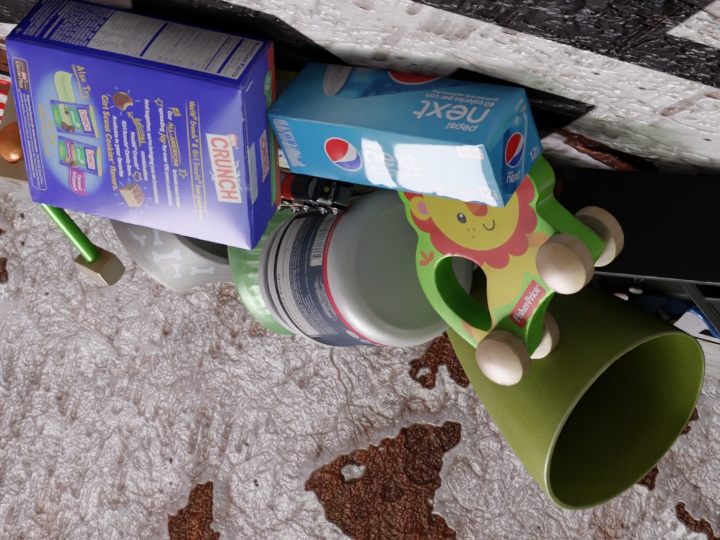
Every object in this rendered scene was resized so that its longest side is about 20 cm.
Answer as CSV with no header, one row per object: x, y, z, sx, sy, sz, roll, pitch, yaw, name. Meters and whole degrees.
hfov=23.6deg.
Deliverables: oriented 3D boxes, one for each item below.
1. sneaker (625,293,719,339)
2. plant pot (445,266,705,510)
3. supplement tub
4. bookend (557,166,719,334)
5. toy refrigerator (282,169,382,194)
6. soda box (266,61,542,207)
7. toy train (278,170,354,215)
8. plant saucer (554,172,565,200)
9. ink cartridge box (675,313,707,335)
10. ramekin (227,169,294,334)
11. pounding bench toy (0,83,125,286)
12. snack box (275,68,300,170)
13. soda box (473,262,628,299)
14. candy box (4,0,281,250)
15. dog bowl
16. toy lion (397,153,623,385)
0.262,0.002,1.550,0.199,0.083,0.074,17,176,-7,sneaker
0.171,0.080,1.544,0.187,0.187,0.200,20,-164,-50,plant pot
0.000,0.000,1.575,0.140,0.141,0.200,16,171,-24,supplement tub
0.286,-0.001,1.454,0.199,0.092,0.199,6,162,29,bookend
0.022,-0.088,1.670,0.076,0.070,0.200,10,174,42,toy refrigerator
0.032,-0.106,1.308,0.200,0.068,0.064,12,141,33,soda box
-0.064,-0.072,1.548,0.046,0.034,0.200,17,177,-24,toy train
0.253,-0.054,1.594,0.200,0.032,0.200,14,175,1,plant saucer
0.293,0.035,1.780,0.199,0.077,0.136,-1,158,-32,ink cartridge box
-0.039,-0.031,1.820,0.097,0.201,0.200,1,168,38,ramekin
-0.278,-0.097,1.690,0.124,0.201,0.156,11,175,43,pounding bench toy
-0.104,-0.136,1.492,0.199,0.068,0.169,11,175,18,snack box
0.171,-0.005,1.665,0.199,0.064,0.068,2,170,22,soda box
-0.168,-0.117,1.370,0.199,0.077,0.169,14,135,14,candy box
-0.174,-0.071,1.830,0.200,0.201,0.059,18,141,-37,dog bowl
0.101,-0.032,1.386,0.192,0.069,0.200,41,137,13,toy lion
